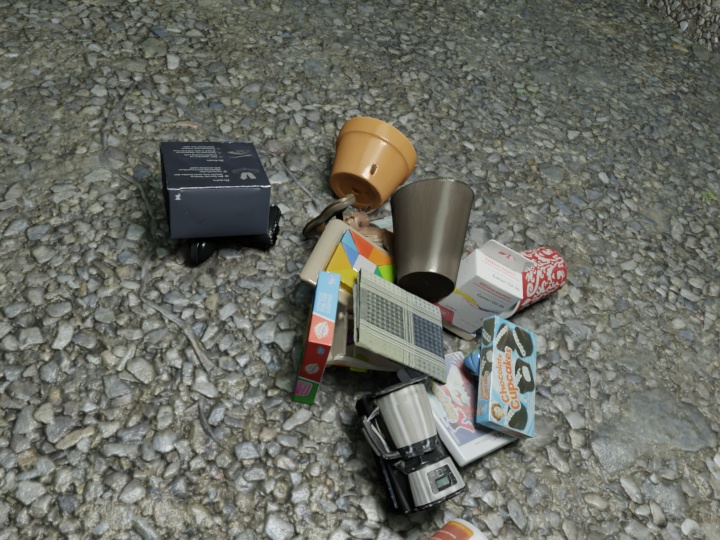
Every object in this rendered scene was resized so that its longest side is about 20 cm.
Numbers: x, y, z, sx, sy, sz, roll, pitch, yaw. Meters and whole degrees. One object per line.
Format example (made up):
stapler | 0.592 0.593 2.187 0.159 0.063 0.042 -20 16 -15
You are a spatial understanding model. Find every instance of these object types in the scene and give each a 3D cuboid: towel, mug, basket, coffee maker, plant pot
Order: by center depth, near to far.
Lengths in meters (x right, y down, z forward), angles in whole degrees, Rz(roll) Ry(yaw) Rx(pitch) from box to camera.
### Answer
coffee maker | 0.082 0.295 1.061 0.134 0.192 0.202 -19 77 -4
towel | 0.068 0.101 1.128 0.199 0.035 0.193 28 37 -21
basket | 0.134 -0.058 1.232 0.179 0.136 0.202 -10 57 30
mug | 0.342 0.000 1.373 0.199 0.134 0.178 -14 66 -39
plant pot | 0.015 -0.239 1.470 0.199 0.200 0.141 24 65 5

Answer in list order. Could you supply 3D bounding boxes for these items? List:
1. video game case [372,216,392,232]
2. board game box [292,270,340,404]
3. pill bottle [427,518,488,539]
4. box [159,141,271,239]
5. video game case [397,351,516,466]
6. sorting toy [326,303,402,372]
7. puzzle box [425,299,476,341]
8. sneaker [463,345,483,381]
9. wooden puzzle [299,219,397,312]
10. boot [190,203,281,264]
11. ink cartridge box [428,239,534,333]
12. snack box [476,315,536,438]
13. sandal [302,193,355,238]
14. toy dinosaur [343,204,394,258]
video game case | 0.067 -0.046 1.422 0.198 0.023 0.183 -13 56 -25
board game box | -0.079 0.123 1.121 0.040 0.201 0.154 11 48 -6
pill bottle | 0.107 0.476 0.937 0.199 0.113 0.112 -26 62 -32
box | -0.299 -0.168 1.273 0.195 0.118 0.201 -4 37 -20
video game case | 0.186 0.248 1.163 0.181 0.023 0.200 -6 50 -44
sorting toy | 0.025 0.128 1.221 0.179 0.107 0.201 14 49 -13
puzzle box | 0.166 0.049 1.328 0.199 0.025 0.134 30 48 -15
sneaker | 0.273 0.180 1.245 0.199 0.071 0.083 -13 73 -52
wooden puzzle | 0.000 0.000 1.215 0.199 0.037 0.186 30 46 -5
boot | -0.259 -0.080 1.325 0.161 0.074 0.199 11 43 -3
ink cartridge box | 0.236 0.035 1.228 0.116 0.200 0.068 25 48 -18
snack box | 0.273 0.197 1.157 0.116 0.037 0.202 24 60 -27
sandal | -0.062 -0.104 1.331 0.082 0.200 0.055 -34 92 -37
toy dinosaur | 0.035 -0.070 1.369 0.199 0.086 0.136 30 43 3
